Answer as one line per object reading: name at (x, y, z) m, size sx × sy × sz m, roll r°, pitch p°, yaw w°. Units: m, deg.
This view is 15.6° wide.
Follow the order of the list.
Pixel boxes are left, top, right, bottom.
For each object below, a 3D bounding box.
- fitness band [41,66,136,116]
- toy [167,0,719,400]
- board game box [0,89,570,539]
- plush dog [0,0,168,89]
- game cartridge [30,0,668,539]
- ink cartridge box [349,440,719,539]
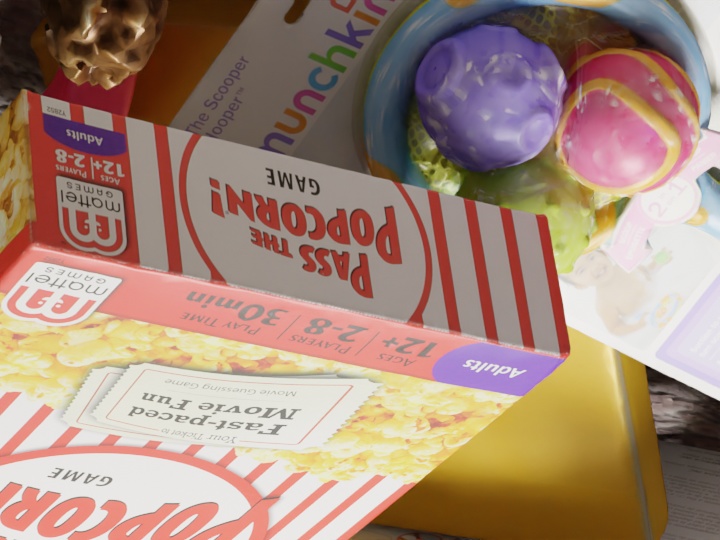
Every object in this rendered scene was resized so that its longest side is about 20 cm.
fitness band at (-0.130, -0.076, 0.718) m, size 0.143 × 0.037 × 0.200 m, roll 4°, pitch 144°, yaw -9°
toy at (0.064, -0.028, 0.702) m, size 0.200 × 0.047 × 0.115 m, roll 23°, pitch 119°, yaw -25°
board game box at (-0.064, 0.038, 0.696) m, size 0.151 × 0.046 × 0.200 m, roll 12°, pitch 144°, yaw -30°
plush dog at (-0.115, -0.085, 0.575) m, size 0.172 × 0.200 × 0.160 m, roll -36°, pitch 171°, yaw 20°
game cartridge at (0.000, 0.000, 0.812) m, size 0.176 × 0.032 × 0.200 m, roll 6°, pitch 130°, yaw 23°
ink cartridge box at (0.082, 0.108, 0.866) m, size 0.162 × 0.050 × 0.200 m, roll 9°, pitch -159°, yaw 34°
